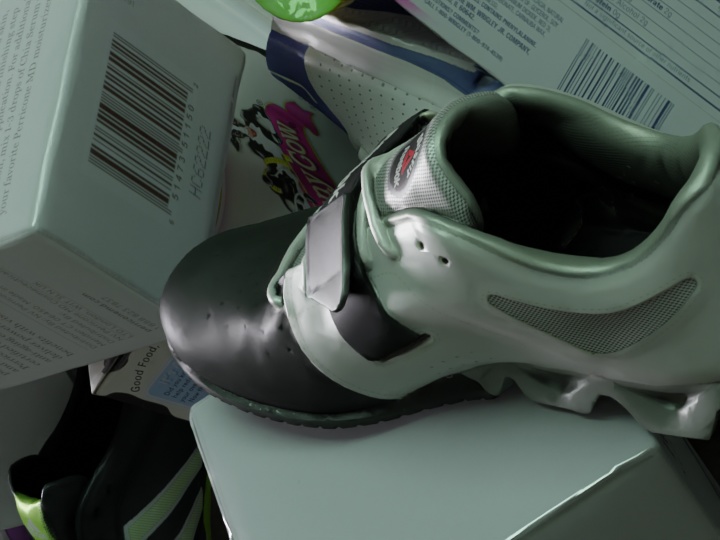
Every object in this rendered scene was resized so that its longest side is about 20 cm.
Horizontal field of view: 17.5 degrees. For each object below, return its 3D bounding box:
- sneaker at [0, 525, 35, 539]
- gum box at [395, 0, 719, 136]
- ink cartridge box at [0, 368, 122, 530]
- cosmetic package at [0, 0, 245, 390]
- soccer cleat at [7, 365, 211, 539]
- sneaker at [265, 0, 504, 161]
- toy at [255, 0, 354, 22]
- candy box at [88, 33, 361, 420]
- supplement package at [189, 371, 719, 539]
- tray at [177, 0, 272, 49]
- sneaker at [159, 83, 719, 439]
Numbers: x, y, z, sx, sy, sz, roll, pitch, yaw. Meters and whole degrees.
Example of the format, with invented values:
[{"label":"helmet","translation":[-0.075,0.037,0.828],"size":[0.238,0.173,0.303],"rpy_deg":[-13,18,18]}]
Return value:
[{"label":"sneaker","translation":[-0.140,0.145,0.889],"size":[0.100,0.075,0.201],"rpy_deg":[-41,24,32]},{"label":"gum box","translation":[0.097,-0.079,0.657],"size":[0.113,0.200,0.066],"rpy_deg":[-35,-20,-51]},{"label":"ink cartridge box","translation":[-0.115,0.021,0.904],"size":[0.199,0.085,0.146],"rpy_deg":[-11,32,-23]},{"label":"cosmetic package","translation":[-0.135,-0.017,0.739],"size":[0.199,0.071,0.102],"rpy_deg":[-16,54,38]},{"label":"soccer cleat","translation":[-0.083,0.100,0.815],"size":[0.067,0.081,0.202],"rpy_deg":[10,101,52]},{"label":"sneaker","translation":[0.046,-0.013,0.744],"size":[0.199,0.080,0.116],"rpy_deg":[26,114,31]},{"label":"toy","translation":[0.009,-0.125,0.781],"size":[0.114,0.048,0.200],"rpy_deg":[0,18,18]},{"label":"candy box","translation":[0.000,0.000,0.807],"size":[0.061,0.199,0.137],"rpy_deg":[-51,36,33]},{"label":"supplement package","translation":[0.058,0.101,0.671],"size":[0.117,0.200,0.117],"rpy_deg":[-33,39,7]},{"label":"tray","translation":[0.009,-0.143,0.917],"size":[0.107,0.022,0.200],"rpy_deg":[36,61,6]},{"label":"sneaker","translation":[0.021,-0.011,0.580],"size":[0.199,0.089,0.074],"rpy_deg":[-3,50,34]}]
